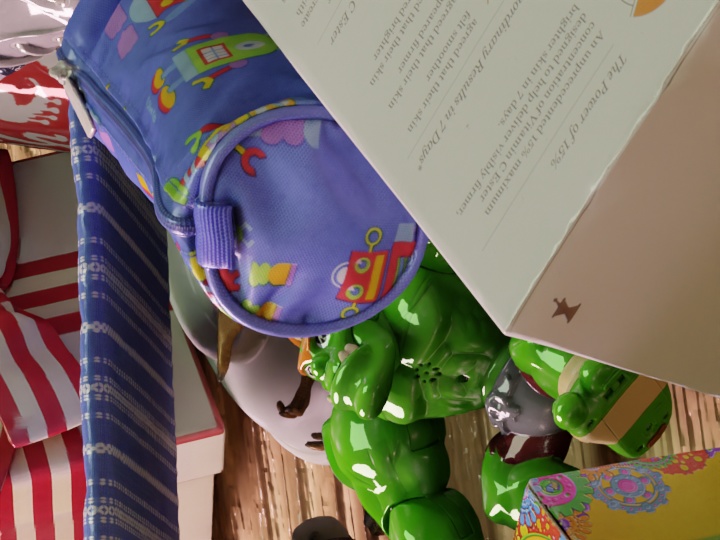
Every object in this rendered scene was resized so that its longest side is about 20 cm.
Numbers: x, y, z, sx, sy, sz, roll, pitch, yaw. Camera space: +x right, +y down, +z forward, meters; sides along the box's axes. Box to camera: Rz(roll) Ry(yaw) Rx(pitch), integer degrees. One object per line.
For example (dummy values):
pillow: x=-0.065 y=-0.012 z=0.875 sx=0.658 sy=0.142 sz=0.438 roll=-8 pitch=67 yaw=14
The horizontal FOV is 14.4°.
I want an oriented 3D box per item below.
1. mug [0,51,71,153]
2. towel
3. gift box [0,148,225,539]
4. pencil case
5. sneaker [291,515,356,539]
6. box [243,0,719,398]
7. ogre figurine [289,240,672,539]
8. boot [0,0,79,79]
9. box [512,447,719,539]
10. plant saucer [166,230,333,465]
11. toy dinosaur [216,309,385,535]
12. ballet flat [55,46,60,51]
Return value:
mug: x=-0.183 y=-0.135 z=1.231 sx=0.134 sy=0.199 sz=0.178 roll=88 pitch=-161 yaw=-46
towel: x=-0.091 y=0.050 z=1.072 sx=0.145 sy=0.024 sz=0.201 roll=63 pitch=-157 yaw=-77
gift box: x=-0.169 y=0.070 z=1.229 sx=0.187 sy=0.199 sz=0.185 roll=97 pitch=150 yaw=-52
pencil case: x=-0.045 y=-0.048 z=0.941 sx=0.200 sy=0.086 sz=0.079 roll=-130 pitch=30 yaw=-61
sneaker: x=-0.007 y=0.138 z=1.029 sx=0.200 sy=0.070 sz=0.076 roll=-163 pitch=54 yaw=-82
box: x=0.062 y=-0.076 z=0.815 sx=0.125 sy=0.097 sz=0.200 roll=-57 pitch=40 yaw=19
ogre figurine: x=0.043 y=0.040 z=0.941 sx=0.120 sy=0.098 sz=0.201 roll=38 pitch=148 yaw=32
boot: x=-0.109 y=-0.107 z=1.068 sx=0.096 sy=0.199 sz=0.074 roll=-55 pitch=9 yaw=25
box: x=0.120 y=0.183 z=0.776 sx=0.200 sy=0.121 sz=0.194 roll=55 pitch=143 yaw=45
plant saucer: x=-0.041 y=-0.019 z=1.141 sx=0.200 sy=0.050 sz=0.202 roll=29 pitch=123 yaw=59
toy dinosaur: x=0.000 y=0.000 z=1.043 sx=0.061 sy=0.105 sz=0.201 roll=-97 pitch=9 yaw=-59
ballet flat: x=-0.139 y=-0.158 z=1.133 sx=0.046 sy=0.067 sz=0.201 roll=-33 pitch=86 yaw=42
